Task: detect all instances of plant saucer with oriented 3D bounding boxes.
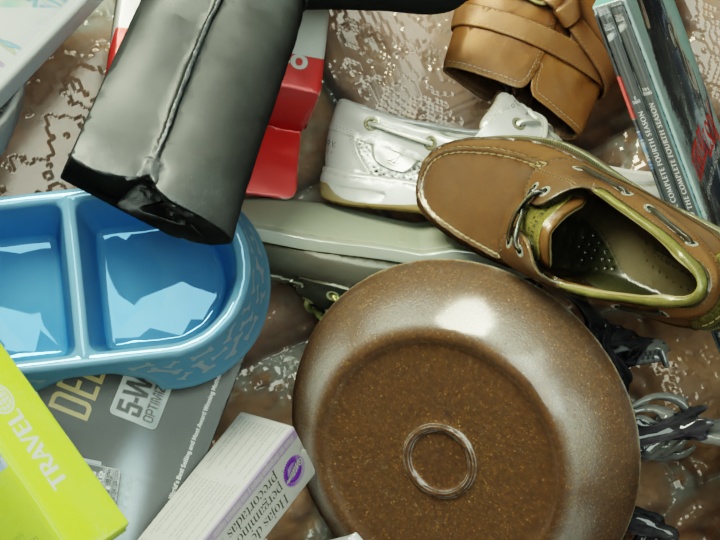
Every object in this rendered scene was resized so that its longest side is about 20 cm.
[{"bbox_3d":[0.047,0.095,1.324,0.200,0.037,0.201,8,110,22],"label":"plant saucer"}]

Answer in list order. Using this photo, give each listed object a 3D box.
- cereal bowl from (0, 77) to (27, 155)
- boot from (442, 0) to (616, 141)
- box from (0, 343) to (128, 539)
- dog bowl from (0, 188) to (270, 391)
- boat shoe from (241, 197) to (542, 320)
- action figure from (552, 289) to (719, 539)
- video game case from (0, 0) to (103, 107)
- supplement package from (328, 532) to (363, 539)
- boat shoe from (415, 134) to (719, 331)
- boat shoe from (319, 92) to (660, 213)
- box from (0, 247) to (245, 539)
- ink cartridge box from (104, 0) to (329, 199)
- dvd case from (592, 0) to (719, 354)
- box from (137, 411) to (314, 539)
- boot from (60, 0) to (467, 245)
[{"bbox_3d":[-0.276,-0.093,1.320,0.199,0.083,0.201,7,50,-8],"label":"cereal bowl"},{"bbox_3d":[0.075,-0.178,1.416,0.200,0.077,0.156,31,76,-15],"label":"boot"},{"bbox_3d":[-0.216,0.078,1.255,0.200,0.122,0.048,55,40,2],"label":"box"},{"bbox_3d":[-0.146,0.008,1.304,0.199,0.050,0.112,-6,79,-2],"label":"dog bowl"},{"bbox_3d":[0.000,0.001,1.375,0.201,0.072,0.061,8,110,1],"label":"boat shoe"},{"bbox_3d":[0.150,0.101,1.363,0.102,0.119,0.201,-9,96,-10],"label":"action figure"},{"bbox_3d":[-0.252,-0.139,1.296,0.182,0.022,0.200,28,49,10],"label":"video game case"},{"bbox_3d":[-0.006,0.263,1.315,0.156,0.111,0.200,-39,90,-12],"label":"supplement package"},{"bbox_3d":[0.106,-0.026,1.281,0.199,0.068,0.072,18,97,30],"label":"boat shoe"},{"bbox_3d":[0.078,-0.062,1.377,0.199,0.071,0.070,5,96,3],"label":"boat shoe"},{"bbox_3d":[-0.168,0.105,1.342,0.157,0.050,0.201,22,79,-4],"label":"box"},{"bbox_3d":[-0.076,-0.149,1.375,0.116,0.067,0.201,7,73,-8],"label":"ink cartridge box"},{"bbox_3d":[0.175,-0.070,1.354,0.022,0.146,0.201,-16,105,17],"label":"dvd case"},{"bbox_3d":[-0.097,0.158,1.294,0.200,0.041,0.039,-52,136,-31],"label":"box"},{"bbox_3d":[-0.043,-0.103,1.288,0.164,0.066,0.200,18,62,7],"label":"boot"}]
